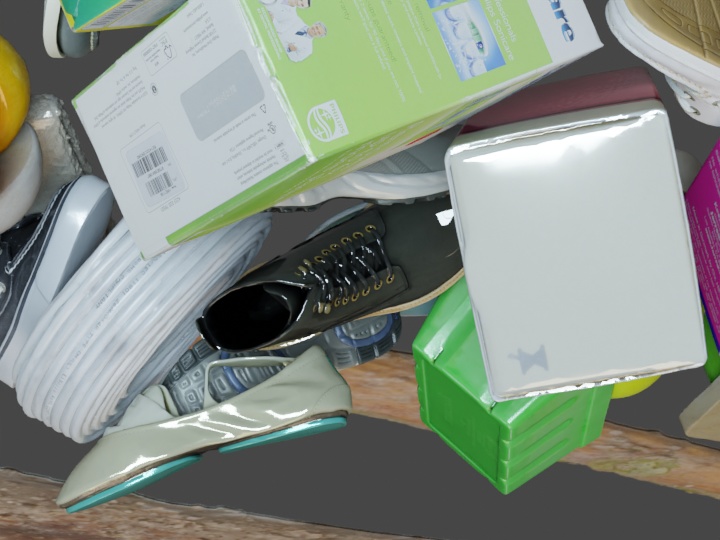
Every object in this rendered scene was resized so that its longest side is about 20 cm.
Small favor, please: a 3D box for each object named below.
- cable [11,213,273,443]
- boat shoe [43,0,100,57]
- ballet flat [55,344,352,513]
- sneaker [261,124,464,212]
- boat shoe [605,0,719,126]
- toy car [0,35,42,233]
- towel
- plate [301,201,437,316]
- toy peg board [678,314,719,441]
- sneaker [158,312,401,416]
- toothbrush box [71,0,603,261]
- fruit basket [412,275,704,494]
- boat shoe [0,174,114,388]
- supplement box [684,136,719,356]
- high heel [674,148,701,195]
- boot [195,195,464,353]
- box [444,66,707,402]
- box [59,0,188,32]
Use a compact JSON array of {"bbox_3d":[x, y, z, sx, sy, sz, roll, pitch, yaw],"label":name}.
[{"bbox_3d":[-0.136,0.019,0.847,0.200,0.069,0.200,-49,179,2],"label":"cable"},{"bbox_3d":[-0.106,-0.162,0.613,0.061,0.074,0.201,8,147,-15],"label":"boat shoe"},{"bbox_3d":[-0.104,0.096,0.865,0.198,0.070,0.070,-17,155,-7],"label":"ballet flat"},{"bbox_3d":[-0.006,-0.078,0.794,0.198,0.080,0.074,-5,-171,-35],"label":"sneaker"},{"bbox_3d":[0.202,-0.111,0.753,0.198,0.072,0.069,14,148,-33],"label":"boat shoe"},{"bbox_3d":[-0.268,-0.057,0.684,0.197,0.151,0.176,-10,138,13],"label":"toy car"},{"bbox_3d":[-0.234,-0.050,0.867,0.131,0.035,0.201,-5,153,-1],"label":"towel"},{"bbox_3d":[0.052,-0.018,0.978,0.197,0.026,0.201,-3,155,-2],"label":"plate"},{"bbox_3d":[0.383,0.052,1.112,0.198,0.099,0.200,10,135,-28],"label":"toy peg board"},{"bbox_3d":[-0.062,0.068,0.962,0.199,0.075,0.087,-20,177,-36],"label":"sneaker"},{"bbox_3d":[-0.009,-0.092,0.628,0.199,0.087,0.145,-28,-177,-41],"label":"toothbrush box"},{"bbox_3d":[0.145,0.048,0.984,0.215,0.155,0.216,-42,158,-21],"label":"fruit basket"},{"bbox_3d":[-0.215,-0.001,0.861,0.067,0.072,0.200,33,138,-5],"label":"boat shoe"},{"bbox_3d":[0.256,-0.035,0.749,0.100,0.105,0.200,-12,162,-5],"label":"supplement box"},{"bbox_3d":[0.179,-0.044,0.890,0.095,0.068,0.200,-26,132,21],"label":"high heel"},{"bbox_3d":[0.000,0.000,0.824,0.199,0.078,0.138,-31,179,7],"label":"boot"},{"bbox_3d":[0.117,-0.029,0.723,0.108,0.129,0.200,-10,-167,12],"label":"box"},{"bbox_3d":[-0.032,-0.153,0.586,0.116,0.049,0.199,-23,179,29],"label":"box"}]
